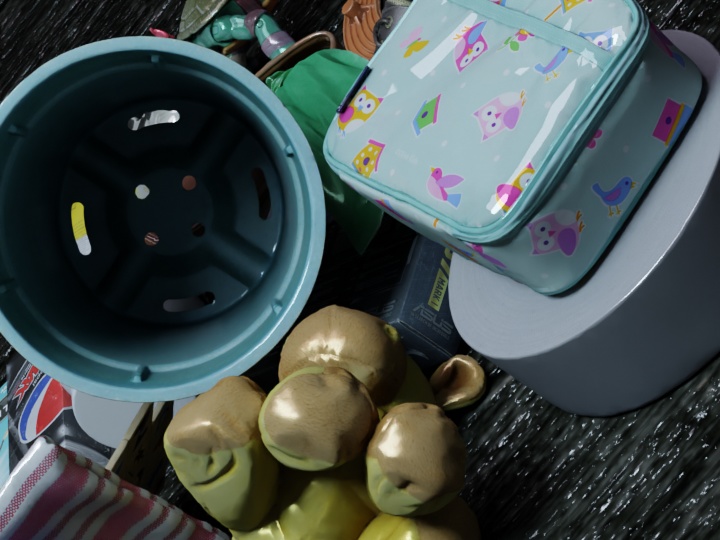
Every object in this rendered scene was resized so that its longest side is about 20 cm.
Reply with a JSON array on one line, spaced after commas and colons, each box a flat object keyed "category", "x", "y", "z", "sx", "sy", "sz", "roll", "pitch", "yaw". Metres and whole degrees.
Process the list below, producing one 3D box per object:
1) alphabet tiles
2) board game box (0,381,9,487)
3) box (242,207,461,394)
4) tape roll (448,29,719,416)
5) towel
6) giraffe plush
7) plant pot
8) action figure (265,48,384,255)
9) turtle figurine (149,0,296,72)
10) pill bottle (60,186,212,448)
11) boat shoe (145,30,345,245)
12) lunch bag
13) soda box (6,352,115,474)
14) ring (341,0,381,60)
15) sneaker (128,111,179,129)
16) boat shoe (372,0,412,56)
[{"category": "alphabet tiles", "x": -0.153, "y": 0.162, "z": 1.459, "sx": 0.200, "sy": 0.006, "sz": 0.167, "roll": 103, "pitch": -167, "yaw": -56}, {"category": "board game box", "x": -0.266, "y": 0.183, "z": 1.712, "sx": 0.151, "sy": 0.047, "sz": 0.200, "roll": -44, "pitch": 29, "yaw": 20}, {"category": "box", "x": 0.000, "y": 0.000, "z": 1.484, "sx": 0.200, "sy": 0.051, "sz": 0.158, "roll": -22, "pitch": 42, "yaw": 48}, {"category": "tape roll", "x": 0.138, "y": -0.025, "z": 1.275, "sx": 0.200, "sy": 0.066, "sz": 0.201, "roll": -38, "pitch": 32, "yaw": 29}, {"category": "towel", "x": -0.150, "y": 0.189, "z": 1.358, "sx": 0.147, "sy": 0.200, "sz": 0.030, "roll": -56, "pitch": 42, "yaw": -1}, {"category": "giraffe plush", "x": -0.006, "y": 0.092, "z": 1.319, "sx": 0.200, "sy": 0.172, "sz": 0.162, "roll": 103, "pitch": -174, "yaw": -45}, {"category": "plant pot", "x": -0.119, "y": -0.033, "z": 1.426, "sx": 0.200, "sy": 0.200, "sz": 0.196, "roll": -54, "pitch": 2, "yaw": 2}, {"category": "action figure", "x": -0.005, "y": -0.086, "z": 1.459, "sx": 0.118, "sy": 0.055, "sz": 0.200, "roll": -51, "pitch": 36, "yaw": -1}, {"category": "turtle figurine", "x": -0.074, "y": -0.181, "z": 1.755, "sx": 0.200, "sy": 0.101, "sz": 0.150, "roll": -51, "pitch": 25, "yaw": 0}, {"category": "pill bottle", "x": -0.154, "y": 0.027, "z": 1.635, "sx": 0.112, "sy": 0.112, "sz": 0.200, "roll": -44, "pitch": 30, "yaw": 21}, {"category": "boat shoe", "x": -0.077, "y": -0.085, "z": 1.610, "sx": 0.076, "sy": 0.072, "sz": 0.200, "roll": 25, "pitch": 61, "yaw": 35}, {"category": "lunch bag", "x": 0.076, "y": -0.087, "z": 1.271, "sx": 0.161, "sy": 0.077, "sz": 0.200, "roll": -57, "pitch": 36, "yaw": -1}, {"category": "soda box", "x": -0.194, "y": 0.115, "z": 1.644, "sx": 0.063, "sy": 0.071, "sz": 0.200, "roll": -46, "pitch": 29, "yaw": 20}, {"category": "ring", "x": 0.053, "y": -0.227, "z": 1.687, "sx": 0.200, "sy": 0.019, "sz": 0.201, "roll": -38, "pitch": 33, "yaw": 30}, {"category": "sneaker", "x": -0.131, "y": -0.073, "z": 1.762, "sx": 0.200, "sy": 0.083, "sz": 0.081, "roll": 149, "pitch": 131, "yaw": -67}, {"category": "boat shoe", "x": 0.039, "y": -0.149, "z": 1.539, "sx": 0.200, "sy": 0.065, "sz": 0.073, "roll": -42, "pitch": 9, "yaw": 1}]
